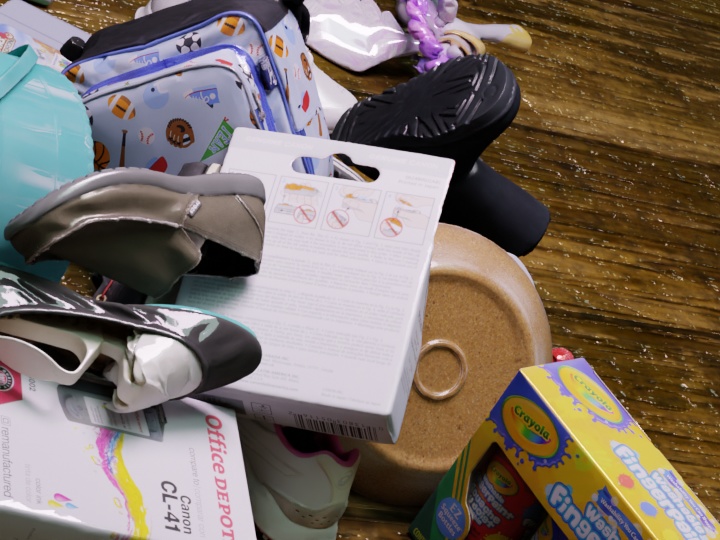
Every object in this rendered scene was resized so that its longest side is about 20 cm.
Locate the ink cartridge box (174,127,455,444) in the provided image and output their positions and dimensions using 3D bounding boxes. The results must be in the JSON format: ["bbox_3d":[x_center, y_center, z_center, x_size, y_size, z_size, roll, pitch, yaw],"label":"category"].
[{"bbox_3d":[-0.033,0.008,1.619,0.160,0.047,0.200,9,60,12],"label":"ink cartridge box"}]

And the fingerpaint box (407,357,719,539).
[{"bbox_3d":[0.145,0.188,1.632,0.073,0.167,0.200,-7,50,-45],"label":"fingerpaint box"}]

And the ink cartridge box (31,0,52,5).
[{"bbox_3d":[-0.311,-0.323,1.998,0.146,0.084,0.200,15,36,-24],"label":"ink cartridge box"}]

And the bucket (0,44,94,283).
[{"bbox_3d":[-0.277,-0.062,1.585,0.135,0.207,0.207,12,38,-40],"label":"bucket"}]

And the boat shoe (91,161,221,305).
[{"bbox_3d":[-0.150,0.008,1.635,0.063,0.074,0.202,21,70,11],"label":"boat shoe"}]

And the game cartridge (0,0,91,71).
[{"bbox_3d":[-0.243,-0.131,1.849,0.133,0.042,0.200,29,33,-13],"label":"game cartridge"}]

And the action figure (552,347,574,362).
[{"bbox_3d":[0.060,0.077,1.746,0.200,0.066,0.052,-6,19,-16],"label":"action figure"}]

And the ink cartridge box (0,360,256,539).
[{"bbox_3d":[-0.174,0.136,1.509,0.200,0.086,0.148,15,36,-23],"label":"ink cartridge box"}]

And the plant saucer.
[{"bbox_3d":[0.048,0.068,1.695,0.200,0.200,0.035,19,-1,-20],"label":"plant saucer"}]

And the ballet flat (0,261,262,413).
[{"bbox_3d":[-0.160,0.051,1.506,0.200,0.068,0.068,13,43,-10],"label":"ballet flat"}]

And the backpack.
[{"bbox_3d":[-0.109,-0.089,1.752,0.191,0.200,0.154,66,25,-23],"label":"backpack"}]

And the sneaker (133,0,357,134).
[{"bbox_3d":[-0.086,-0.180,1.995,0.200,0.087,0.075,30,31,-6],"label":"sneaker"}]

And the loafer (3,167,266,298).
[{"bbox_3d":[-0.132,-0.021,1.535,0.200,0.075,0.070,-6,72,-42],"label":"loafer"}]

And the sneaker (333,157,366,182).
[{"bbox_3d":[-0.073,-0.105,1.919,0.200,0.076,0.115,24,35,-8],"label":"sneaker"}]

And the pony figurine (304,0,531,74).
[{"bbox_3d":[0.057,-0.228,2.145,0.193,0.167,0.200,43,18,3],"label":"pony figurine"}]

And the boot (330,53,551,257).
[{"bbox_3d":[0.095,-0.082,1.898,0.168,0.200,0.076,37,58,-29],"label":"boot"}]

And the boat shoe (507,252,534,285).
[{"bbox_3d":[0.105,0.088,1.825,0.072,0.068,0.200,8,61,-44],"label":"boat shoe"}]

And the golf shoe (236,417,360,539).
[{"bbox_3d":[-0.064,0.094,1.651,0.075,0.092,0.200,-8,49,-44],"label":"golf shoe"}]
